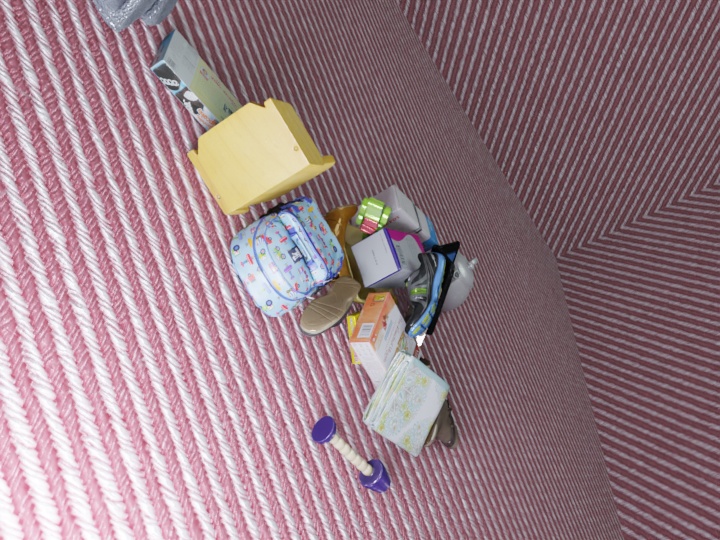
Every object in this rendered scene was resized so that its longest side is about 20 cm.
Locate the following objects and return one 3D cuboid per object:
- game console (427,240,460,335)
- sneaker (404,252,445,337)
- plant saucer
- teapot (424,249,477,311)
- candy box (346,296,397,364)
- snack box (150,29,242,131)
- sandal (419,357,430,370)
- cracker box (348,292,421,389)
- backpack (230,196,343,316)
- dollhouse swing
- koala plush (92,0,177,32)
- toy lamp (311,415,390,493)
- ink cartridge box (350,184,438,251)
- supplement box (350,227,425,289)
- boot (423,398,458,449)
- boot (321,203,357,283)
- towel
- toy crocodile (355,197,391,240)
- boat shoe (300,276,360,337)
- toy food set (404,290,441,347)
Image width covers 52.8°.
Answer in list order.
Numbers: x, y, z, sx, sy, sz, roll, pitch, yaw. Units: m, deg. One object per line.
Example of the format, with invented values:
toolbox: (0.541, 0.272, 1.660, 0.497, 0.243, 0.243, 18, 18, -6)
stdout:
game console: (0.217, 0.044, 1.880, 0.113, 0.205, 0.177, 6, 24, -23)
sneaker: (0.131, 0.052, 1.594, 0.071, 0.080, 0.204, 71, 34, -65)
plant saucer: (0.000, 0.000, 1.686, 0.199, 0.048, 0.205, 22, 48, -59)
teapot: (0.267, 0.012, 2.117, 0.197, 0.144, 0.204, 44, 30, -40)
candy box: (0.033, 0.128, 1.594, 0.199, 0.026, 0.105, -20, 106, -59)
snack box: (-0.307, -0.345, 1.384, 0.200, 0.036, 0.118, 48, 29, -34)
sandal: (0.151, 0.241, 1.760, 0.200, 0.056, 0.082, 38, 35, -47)
cracker box: (0.057, 0.165, 1.549, 0.202, 0.056, 0.136, 61, 39, -37)
backpack: (-0.137, -0.023, 1.317, 0.186, 0.132, 0.200, 61, 27, -6)
dollhouse swing: (-0.171, -0.218, 1.345, 0.184, 0.197, 0.176, 57, 25, -14)
koala plush: (-0.401, -0.555, 1.249, 0.201, 0.183, 0.178, 49, 25, -6)
toy lamp: (-0.010, 0.342, 1.325, 0.201, 0.057, 0.059, 49, 28, -33)
ink cartridge box: (0.086, -0.107, 1.845, 0.199, 0.144, 0.088, 38, 32, -45)
supplement box: (0.076, -0.024, 1.684, 0.199, 0.102, 0.104, 6, 61, -62)
boot: (0.184, 0.368, 1.697, 0.147, 0.069, 0.202, 54, 26, -28)
boot: (-0.054, -0.054, 1.565, 0.199, 0.070, 0.147, -25, 91, -45)
towel: (0.100, 0.279, 1.525, 0.199, 0.048, 0.174, 40, 76, -42)
toy crocodile: (0.024, -0.112, 1.615, 0.200, 0.066, 0.063, 116, -4, -76)
boat shoe: (-0.060, 0.083, 1.456, 0.070, 0.066, 0.200, 22, 35, 13)
toy food set: (0.149, 0.101, 1.723, 0.059, 0.147, 0.200, 21, 1, -2)
